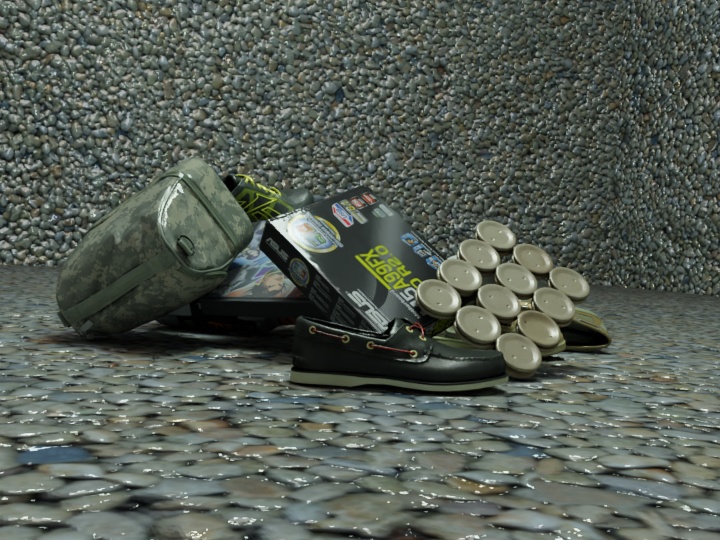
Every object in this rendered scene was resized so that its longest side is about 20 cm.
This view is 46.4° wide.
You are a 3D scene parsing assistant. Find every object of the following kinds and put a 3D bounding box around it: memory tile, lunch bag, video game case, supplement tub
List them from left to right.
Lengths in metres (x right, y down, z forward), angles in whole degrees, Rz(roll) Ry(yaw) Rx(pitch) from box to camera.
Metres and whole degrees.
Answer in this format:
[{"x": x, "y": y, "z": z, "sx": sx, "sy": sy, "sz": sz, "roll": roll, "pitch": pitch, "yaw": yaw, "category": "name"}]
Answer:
[{"x": -0.246, "y": -0.015, "z": 0.980, "sx": 0.199, "sy": 0.140, "sz": 0.168, "roll": -28, "pitch": 15, "yaw": 25, "category": "lunch bag"}, {"x": -0.179, "y": 0.020, "z": 1.142, "sx": 0.198, "sy": 0.124, "sz": 0.123, "roll": 3, "pitch": 2, "yaw": 12, "category": "supplement tub"}, {"x": -0.069, "y": -0.007, "z": 1.020, "sx": 0.199, "sy": 0.026, "sz": 0.181, "roll": 1, "pitch": 35, "yaw": 20, "category": "video game case"}, {"x": 0.158, "y": 0.025, "z": 0.915, "sx": 0.153, "sy": 0.017, "sz": 0.200, "roll": 34, "pitch": 42, "yaw": 14, "category": "memory tile"}]

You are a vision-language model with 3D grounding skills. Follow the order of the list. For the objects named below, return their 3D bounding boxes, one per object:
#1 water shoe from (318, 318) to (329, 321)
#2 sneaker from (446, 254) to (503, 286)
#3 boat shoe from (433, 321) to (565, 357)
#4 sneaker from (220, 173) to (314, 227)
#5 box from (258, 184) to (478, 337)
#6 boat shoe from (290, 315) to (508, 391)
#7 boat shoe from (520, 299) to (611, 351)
[{"x": -0.023, "y": 0.053, "z": 1.011, "sx": 0.071, "sy": 0.080, "sz": 0.200, "roll": 3, "pitch": 3, "yaw": 19, "category": "water shoe"}, {"x": 0.120, "y": 0.018, "z": 1.062, "sx": 0.115, "sy": 0.074, "sz": 0.200, "roll": -18, "pitch": 3, "yaw": -2, "category": "sneaker"}, {"x": 0.155, "y": 0.071, "z": 1.014, "sx": 0.198, "sy": 0.063, "sz": 0.073, "roll": 3, "pitch": 1, "yaw": -14, "category": "boat shoe"}, {"x": -0.147, "y": -0.094, "z": 1.147, "sx": 0.199, "sy": 0.085, "sz": 0.074, "roll": -18, "pitch": 27, "yaw": -35, "category": "sneaker"}, {"x": 0.011, "y": -0.001, "z": 0.924, "sx": 0.160, "sy": 0.044, "sz": 0.200, "roll": -23, "pitch": 58, "yaw": -42, "category": "box"}, {"x": 0.036, "y": 0.075, "z": 0.763, "sx": 0.200, "sy": 0.064, "sz": 0.074, "roll": 4, "pitch": 0, "yaw": 0, "category": "boat shoe"}, {"x": 0.233, "y": 0.073, "z": 1.105, "sx": 0.198, "sy": 0.072, "sz": 0.076, "roll": 3, "pitch": 13, "yaw": -7, "category": "boat shoe"}]
